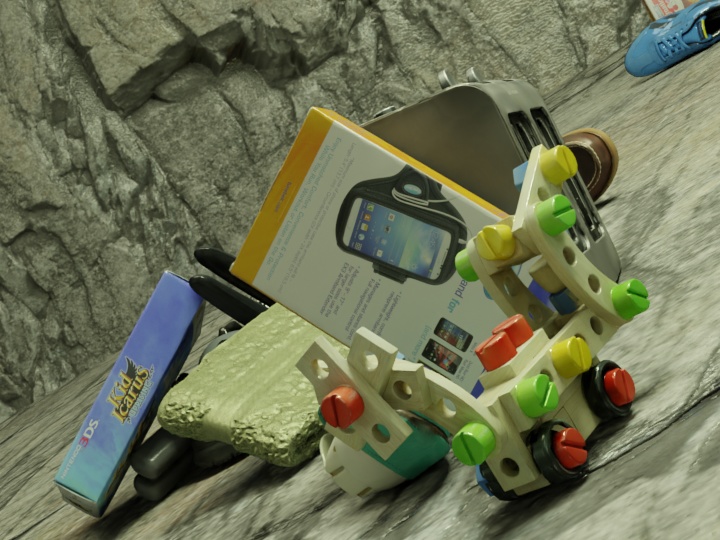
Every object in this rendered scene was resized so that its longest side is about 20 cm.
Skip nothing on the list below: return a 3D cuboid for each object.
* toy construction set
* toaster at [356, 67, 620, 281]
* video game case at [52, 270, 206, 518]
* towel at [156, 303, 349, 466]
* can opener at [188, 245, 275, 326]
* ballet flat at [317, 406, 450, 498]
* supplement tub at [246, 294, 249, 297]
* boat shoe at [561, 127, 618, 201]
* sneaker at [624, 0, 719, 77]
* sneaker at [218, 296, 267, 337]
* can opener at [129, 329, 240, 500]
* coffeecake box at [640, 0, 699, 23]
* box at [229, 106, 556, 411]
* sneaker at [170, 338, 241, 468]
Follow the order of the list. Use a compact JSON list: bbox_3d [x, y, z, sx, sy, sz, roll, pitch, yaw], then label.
[{"bbox_3d":[0.068,0.034,0.754,0.199,0.132,0.092,-36,7,-35],"label":"toy construction set"},{"bbox_3d":[0.086,-0.034,1.052,0.118,0.202,0.181,-26,-1,19],"label":"toaster"},{"bbox_3d":[-0.200,0.115,1.357,0.202,0.045,0.181,-63,0,-15],"label":"video game case"},{"bbox_3d":[-0.047,0.078,1.191,0.147,0.037,0.200,12,36,35],"label":"towel"},{"bbox_3d":[-0.073,0.038,1.329,0.078,0.064,0.199,-25,-35,30],"label":"can opener"},{"bbox_3d":[0.009,0.101,0.925,0.071,0.067,0.200,-56,6,-1],"label":"ballet flat"},{"bbox_3d":[-0.052,-0.024,1.870,0.140,0.141,0.200,-29,6,25],"label":"supplement tub"},{"bbox_3d":[0.163,-0.068,1.467,0.070,0.071,0.200,-27,-7,-39],"label":"boat shoe"},{"bbox_3d":[0.463,-0.339,2.217,0.199,0.066,0.078,-29,10,26],"label":"sneaker"},{"bbox_3d":[-0.054,0.049,1.471,0.199,0.099,0.071,-28,4,20],"label":"sneaker"},{"bbox_3d":[-0.145,0.123,1.382,0.066,0.054,0.200,21,43,28],"label":"can opener"},{"bbox_3d":[0.514,-0.431,2.281,0.199,0.154,0.073,-31,5,9],"label":"coffeecake box"},{"bbox_3d":[0.029,-0.001,0.956,0.120,0.199,0.041,-61,-13,12],"label":"box"},{"bbox_3d":[-0.073,0.087,1.285,0.199,0.091,0.076,-29,5,11],"label":"sneaker"}]
